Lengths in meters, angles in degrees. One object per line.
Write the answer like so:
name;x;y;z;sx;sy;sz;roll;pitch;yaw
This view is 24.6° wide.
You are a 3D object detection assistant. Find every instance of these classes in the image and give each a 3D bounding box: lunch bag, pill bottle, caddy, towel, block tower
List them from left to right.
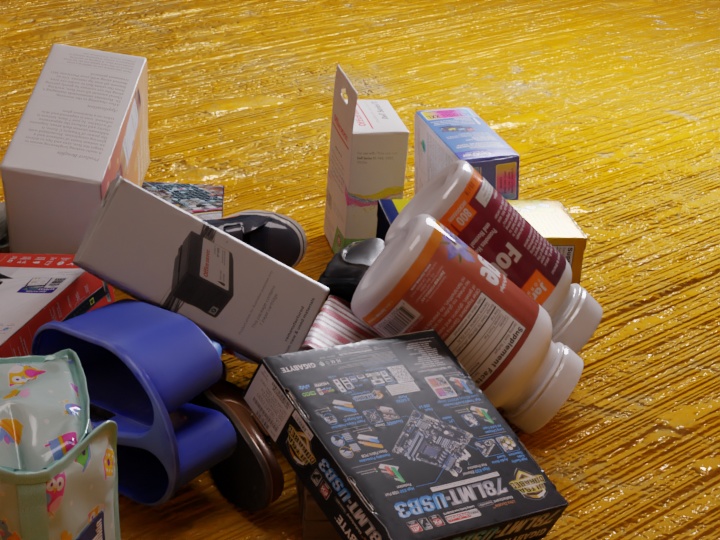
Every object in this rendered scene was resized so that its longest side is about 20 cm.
lunch bag;-0.229;0.170;1.149;0.121;0.172;0.200;-5;21;-18
caddy;-0.191;0.106;1.320;0.104;0.143;0.199;-27;26;-36
block tower;-0.028;0.149;1.385;0.057;0.055;0.200;1;24;-9
towel;0.016;0.088;1.475;0.146;0.030;0.200;33;15;-1
pill bottle;0.098;0.051;1.470;0.199;0.112;0.112;39;22;-9
pill bottle;0.128;0.002;1.567;0.200;0.114;0.114;43;22;-10

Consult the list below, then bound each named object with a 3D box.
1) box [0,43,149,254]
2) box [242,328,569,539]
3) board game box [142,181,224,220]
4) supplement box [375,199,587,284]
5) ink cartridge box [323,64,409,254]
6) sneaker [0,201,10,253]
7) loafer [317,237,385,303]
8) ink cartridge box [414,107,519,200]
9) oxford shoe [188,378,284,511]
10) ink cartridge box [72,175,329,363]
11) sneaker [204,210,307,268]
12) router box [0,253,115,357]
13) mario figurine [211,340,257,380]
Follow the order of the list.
box;-0.294;-0.111;1.729;0.105;0.153;0.201;9;47;2
box;0.037;0.141;1.303;0.199;0.050;0.199;-7;49;-43
board game box;-0.253;-0.062;1.849;0.198;0.035;0.136;3;24;-4
supplement box;0.119;-0.005;1.694;0.198;0.110;0.110;0;24;-11
ink cartridge box;0.007;-0.114;1.808;0.067;0.202;0.117;-1;24;-12
sneaker;-0.410;-0.021;1.694;0.087;0.077;0.200;0;13;6
loafer;0.000;0.000;1.608;0.072;0.073;0.200;27;-5;-12
ink cartridge box;0.121;-0.085;1.843;0.075;0.138;0.200;-6;25;-12
oxford shoe;-0.097;0.137;1.385;0.071;0.072;0.200;0;22;-24
ink cartridge box;-0.142;0.005;1.418;0.199;0.084;0.145;29;-5;-11
sneaker;-0.158;-0.017;1.713;0.198;0.079;0.079;-2;17;14
router box;-0.350;0.047;1.481;0.198;0.049;0.180;1;29;27
mario figurine;-0.142;0.030;1.557;0.105;0.124;0.200;-17;24;17
